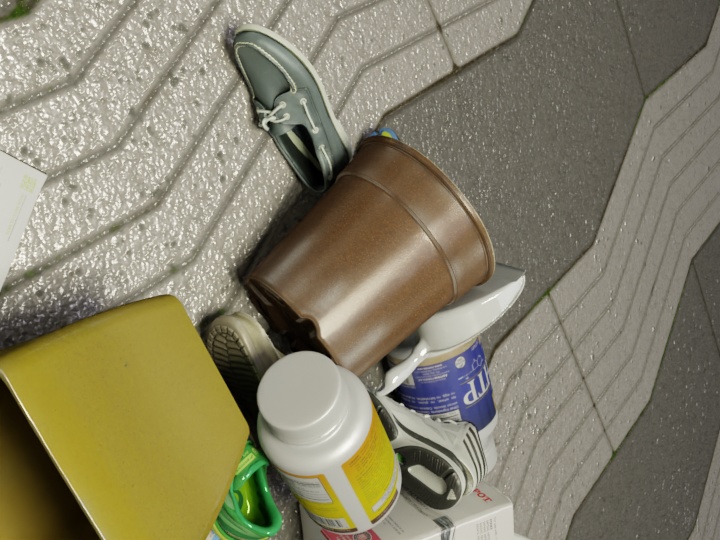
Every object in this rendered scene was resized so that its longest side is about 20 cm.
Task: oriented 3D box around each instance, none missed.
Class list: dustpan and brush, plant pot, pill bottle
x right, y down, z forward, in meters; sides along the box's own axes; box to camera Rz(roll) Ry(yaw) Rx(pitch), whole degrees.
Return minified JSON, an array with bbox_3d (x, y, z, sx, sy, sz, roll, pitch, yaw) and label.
[{"bbox_3d":[0.086,0.066,0.948,0.199,0.139,0.058,-34,111,-18],"label":"dustpan and brush"},{"bbox_3d":[0.000,0.000,0.869,0.198,0.200,0.201,-42,123,-17],"label":"plant pot"},{"bbox_3d":[-0.205,0.129,0.642,0.176,0.199,0.202,-41,108,-50],"label":"plant pot"},{"bbox_3d":[0.107,0.157,1.051,0.119,0.119,0.202,-35,117,-41],"label":"pill bottle"},{"bbox_3d":[-0.031,0.163,0.796,0.110,0.108,0.201,-58,149,-28],"label":"pill bottle"}]

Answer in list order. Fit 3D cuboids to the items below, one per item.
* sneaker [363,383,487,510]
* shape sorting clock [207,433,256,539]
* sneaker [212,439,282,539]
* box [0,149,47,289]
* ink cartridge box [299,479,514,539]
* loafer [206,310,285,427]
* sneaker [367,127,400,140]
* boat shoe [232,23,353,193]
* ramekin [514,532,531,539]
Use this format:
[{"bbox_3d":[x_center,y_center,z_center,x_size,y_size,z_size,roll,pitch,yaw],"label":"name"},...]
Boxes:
[{"bbox_3d":[0.058,0.189,0.962,0.115,0.200,0.076,-5,125,-54],"label":"sneaker"},{"bbox_3d":[-0.167,0.224,0.810,0.199,0.039,0.203,-3,95,-48],"label":"shape sorting clock"},{"bbox_3d":[-0.125,0.163,0.776,0.074,0.083,0.202,-43,115,-46],"label":"sneaker"},{"bbox_3d":[-0.344,-0.050,0.607,0.199,0.036,0.146,33,68,-45],"label":"box"},{"bbox_3d":[0.052,0.292,0.927,0.198,0.144,0.085,-12,106,-23],"label":"ink cartridge box"},{"bbox_3d":[-0.093,0.111,0.867,0.068,0.075,0.201,-51,136,-34],"label":"loafer"},{"bbox_3d":[0.049,-0.077,1.026,0.201,0.070,0.083,68,24,-20],"label":"sneaker"},{"bbox_3d":[-0.073,-0.163,0.873,0.201,0.072,0.062,54,51,-40],"label":"boat shoe"},{"bbox_3d":[0.159,0.395,1.068,0.201,0.199,0.099,46,52,-38],"label":"ramekin"}]
